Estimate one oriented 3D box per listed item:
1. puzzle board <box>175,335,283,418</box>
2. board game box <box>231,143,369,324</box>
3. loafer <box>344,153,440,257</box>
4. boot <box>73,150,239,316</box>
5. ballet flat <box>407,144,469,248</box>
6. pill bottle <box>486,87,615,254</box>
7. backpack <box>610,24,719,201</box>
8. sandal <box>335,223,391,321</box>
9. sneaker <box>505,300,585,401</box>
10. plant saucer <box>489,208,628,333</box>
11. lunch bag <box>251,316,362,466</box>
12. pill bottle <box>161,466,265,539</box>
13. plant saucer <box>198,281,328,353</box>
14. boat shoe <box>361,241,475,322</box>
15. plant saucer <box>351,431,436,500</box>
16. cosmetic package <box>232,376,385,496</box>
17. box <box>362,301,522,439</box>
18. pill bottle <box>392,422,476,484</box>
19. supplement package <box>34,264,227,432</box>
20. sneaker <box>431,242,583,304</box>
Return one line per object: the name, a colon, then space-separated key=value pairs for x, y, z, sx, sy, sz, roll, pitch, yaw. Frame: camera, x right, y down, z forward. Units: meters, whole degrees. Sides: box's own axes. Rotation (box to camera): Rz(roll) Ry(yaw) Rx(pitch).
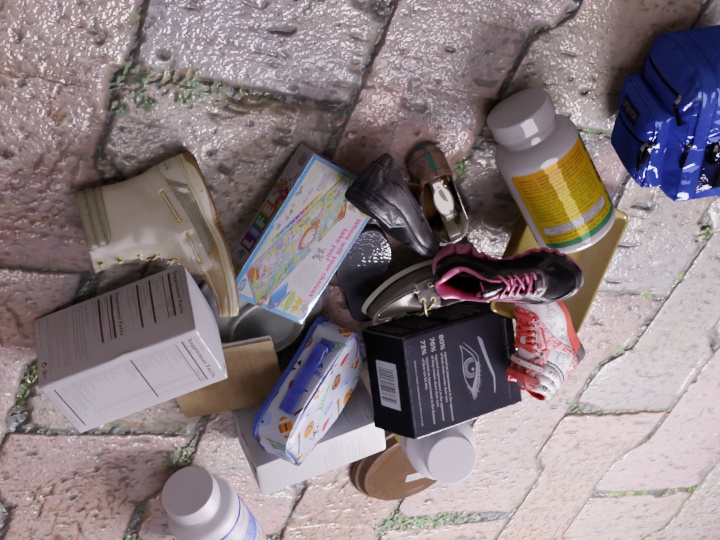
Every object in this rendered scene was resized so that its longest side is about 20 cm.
puzzle board: x=-0.181 y=0.143 z=1.582 sx=0.150 sy=0.017 sz=0.200 roll=-10 pitch=151 yaw=-1
board game box: x=-0.073 y=-0.042 z=1.454 sx=0.134 sy=0.034 sz=0.200 roll=27 pitch=99 yaw=-44
loafer: x=0.057 y=-0.075 z=1.466 sx=0.072 sy=0.073 sz=0.200 roll=-56 pitch=148 yaw=-3
boot: x=-0.231 y=-0.021 z=1.353 sx=0.154 sy=0.072 sz=0.201 roll=-20 pitch=105 yaw=-8
ballet flat: x=0.106 y=-0.077 z=1.537 sx=0.068 sy=0.067 sz=0.200 roll=-29 pitch=139 yaw=-1
pill bottle: x=0.240 y=-0.128 z=1.503 sx=0.113 sy=0.113 sz=0.200 roll=-32 pitch=118 yaw=2
backpack: x=0.425 y=-0.207 z=1.519 sx=0.167 sy=0.163 sz=0.200 roll=-10 pitch=136 yaw=-17
sandal: x=-0.001 y=0.000 z=1.581 sx=0.076 sy=0.043 sz=0.200 roll=-13 pitch=146 yaw=-9
sneaker: x=0.238 y=0.098 z=1.612 sx=0.108 sy=0.067 sz=0.202 roll=-49 pitch=133 yaw=-16
plant saucer: x=0.271 y=-0.020 z=1.665 sx=0.200 sy=0.048 sz=0.200 roll=19 pitch=97 yaw=-41
lunch bag: x=-0.069 y=0.161 z=1.596 sx=0.200 sy=0.075 sz=0.160 roll=-60 pitch=163 yaw=-16
pill bottle: x=-0.225 y=0.378 z=1.768 sx=0.112 sy=0.112 sz=0.200 roll=-28 pitch=139 yaw=-2
plant saucer: x=-0.129 y=0.061 z=1.554 sx=0.200 sy=0.050 sz=0.201 roll=-17 pitch=138 yaw=-16
boat shoe: x=0.093 y=0.025 z=1.597 sx=0.201 sy=0.060 sz=0.072 roll=-25 pitch=158 yaw=-30
plant saucer: x=0.081 y=0.316 z=1.947 sx=0.199 sy=0.030 sz=0.200 roll=-17 pitch=138 yaw=-16
cosmetic package: x=-0.075 y=0.234 z=1.712 sx=0.199 sy=0.113 sz=0.081 roll=-19 pitch=138 yaw=-10
box: x=0.118 y=0.136 z=1.660 sx=0.199 sy=0.104 sz=0.149 roll=-13 pitch=101 yaw=-32
pill bottle: x=0.110 y=0.246 z=1.749 sx=0.104 sy=0.200 sz=0.105 roll=-3 pitch=103 yaw=-11
supplement package: x=-0.280 y=0.096 z=1.435 sx=0.199 sy=0.110 sz=0.114 roll=-20 pitch=139 yaw=2
sneaker: x=0.184 y=0.016 z=1.504 sx=0.199 sy=0.095 sz=0.079 roll=2 pitch=110 yaw=14
